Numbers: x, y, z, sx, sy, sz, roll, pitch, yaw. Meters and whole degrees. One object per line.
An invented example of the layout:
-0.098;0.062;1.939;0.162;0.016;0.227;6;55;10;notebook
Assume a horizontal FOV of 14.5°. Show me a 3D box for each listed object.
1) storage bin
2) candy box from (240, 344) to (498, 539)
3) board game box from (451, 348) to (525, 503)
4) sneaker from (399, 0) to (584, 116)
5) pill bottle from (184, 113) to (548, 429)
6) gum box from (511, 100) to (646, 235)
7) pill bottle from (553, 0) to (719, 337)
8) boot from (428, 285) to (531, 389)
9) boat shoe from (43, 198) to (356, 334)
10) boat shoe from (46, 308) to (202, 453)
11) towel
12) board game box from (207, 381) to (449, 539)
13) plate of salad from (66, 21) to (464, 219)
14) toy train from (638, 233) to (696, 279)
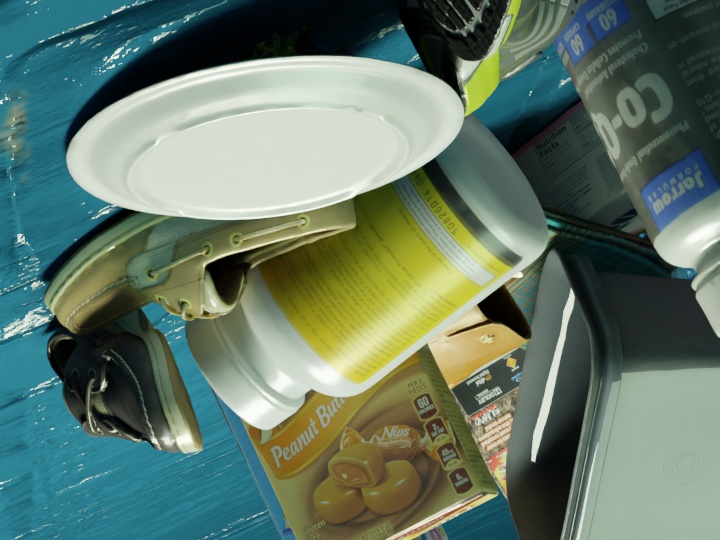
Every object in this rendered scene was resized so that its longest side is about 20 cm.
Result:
0.176;0.088;1.756;0.133;0.146;0.201;1;124;-13;storage bin
-0.014;0.069;1.684;0.115;0.201;0.055;-28;169;10;candy box
0.160;0.081;2.021;0.159;0.201;0.097;-31;-179;28;board game box
0.068;-0.140;1.358;0.081;0.074;0.200;-33;174;-9;sneaker
0.000;0.000;1.596;0.200;0.112;0.112;-38;164;16;pill bottle
0.186;-0.083;1.769;0.113;0.066;0.200;-10;160;-45;gum box
0.191;-0.073;1.526;0.113;0.201;0.114;-24;166;-6;pill bottle
0.045;0.066;1.785;0.143;0.071;0.201;-19;138;19;boot
-0.088;-0.007;1.543;0.199;0.067;0.074;-31;167;28;boat shoe
-0.137;0.066;1.605;0.064;0.072;0.200;-20;-161;-10;boat shoe
0.081;-0.002;1.771;0.199;0.022;0.147;17;146;-23;towel
-0.021;0.123;1.889;0.056;0.197;0.200;-29;167;12;board game box
-0.048;-0.073;1.402;0.198;0.048;0.200;-7;160;-2;plate of salad
0.217;0.017;1.913;0.086;0.115;0.200;-9;-166;28;toy train
